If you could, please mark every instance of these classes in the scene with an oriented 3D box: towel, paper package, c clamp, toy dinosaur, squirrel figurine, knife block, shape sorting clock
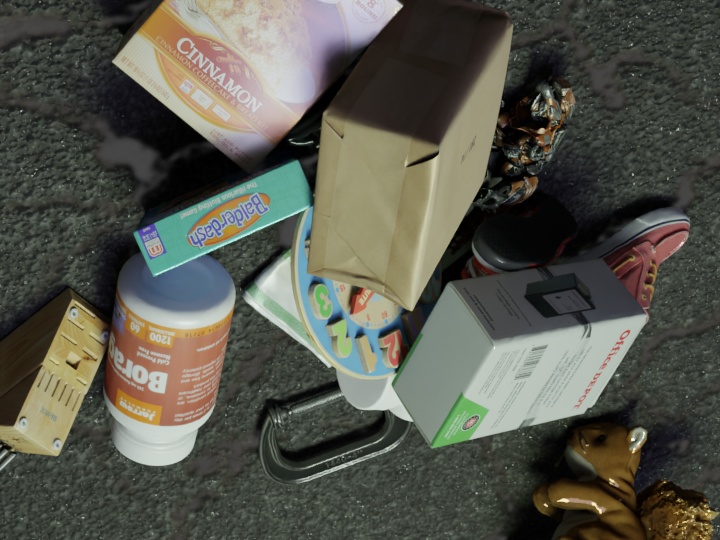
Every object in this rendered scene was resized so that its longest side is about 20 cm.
[{"bbox_3d":[0.000,0.000,1.826,0.200,0.031,0.149,-39,132,13],"label":"towel"},{"bbox_3d":[0.043,-0.103,1.568,0.103,0.200,0.191,18,134,12],"label":"paper package"},{"bbox_3d":[-0.023,0.146,1.946,0.199,0.027,0.171,-24,133,-3],"label":"c clamp"},{"bbox_3d":[0.134,-0.094,1.760,0.135,0.102,0.201,-6,115,-42],"label":"toy dinosaur"},{"bbox_3d":[0.291,0.269,2.065,0.199,0.187,0.142,19,152,-1],"label":"squirrel figurine"},{"bbox_3d":[-0.347,0.116,1.778,0.064,0.175,0.201,42,61,-42],"label":"knife block"},{"bbox_3d":[0.010,0.001,1.716,0.039,0.201,0.200,0,151,42],"label":"shape sorting clock"}]

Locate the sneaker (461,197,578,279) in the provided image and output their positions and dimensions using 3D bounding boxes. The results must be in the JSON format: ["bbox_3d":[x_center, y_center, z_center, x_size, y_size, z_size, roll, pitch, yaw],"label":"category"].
[{"bbox_3d":[0.136,-0.005,1.794,0.108,0.067,0.201,-46,170,27],"label":"sneaker"}]

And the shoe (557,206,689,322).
[{"bbox_3d":[0.273,0.013,1.871,0.199,0.091,0.072,-27,150,-23],"label":"shoe"}]

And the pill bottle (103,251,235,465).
[{"bbox_3d":[-0.187,0.086,1.769,0.112,0.112,0.201,-2,129,-20],"label":"pill bottle"}]

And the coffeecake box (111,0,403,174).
[{"bbox_3d":[-0.084,-0.209,1.549,0.153,0.073,0.200,39,109,-15],"label":"coffeecake box"}]

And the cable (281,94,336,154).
[{"bbox_3d":[-0.028,-0.196,1.642,0.163,0.051,0.200,29,116,-32],"label":"cable"}]

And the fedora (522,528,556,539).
[{"bbox_3d":[0.214,0.364,2.165,0.200,0.201,0.092,-34,97,8],"label":"fedora"}]

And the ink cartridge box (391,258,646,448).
[{"bbox_3d":[0.149,0.076,1.732,0.199,0.084,0.146,-8,140,-38],"label":"ink cartridge box"}]

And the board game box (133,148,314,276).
[{"bbox_3d":[-0.118,-0.055,1.626,0.151,0.200,0.045,-24,97,0],"label":"board game box"}]

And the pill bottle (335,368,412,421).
[{"bbox_3d":[0.079,0.091,1.850,0.199,0.120,0.120,1,129,-37],"label":"pill bottle"}]
